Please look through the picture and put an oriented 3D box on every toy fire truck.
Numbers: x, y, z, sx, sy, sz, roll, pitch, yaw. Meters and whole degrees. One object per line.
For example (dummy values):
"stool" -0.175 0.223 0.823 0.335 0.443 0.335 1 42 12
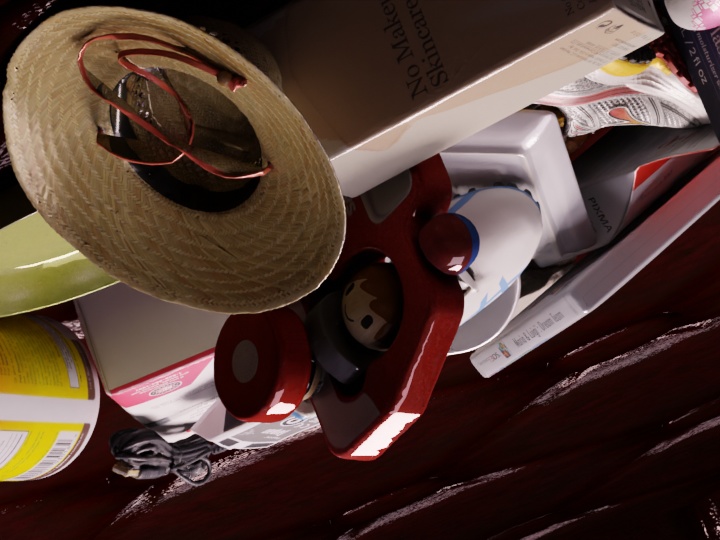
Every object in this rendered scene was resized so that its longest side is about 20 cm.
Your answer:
"toy fire truck" -0.006 -0.007 1.491 0.112 0.201 0.168 5 141 -38

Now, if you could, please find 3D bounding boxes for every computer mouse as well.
"computer mouse" -0.073 0.092 1.790 0.199 0.044 0.109 -25 158 30

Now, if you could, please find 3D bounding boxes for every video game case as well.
"video game case" 0.175 -0.015 1.764 0.200 0.024 0.182 -40 180 -24

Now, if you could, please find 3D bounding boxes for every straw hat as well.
"straw hat" -0.081 -0.079 1.357 0.201 0.201 0.085 -36 -159 46

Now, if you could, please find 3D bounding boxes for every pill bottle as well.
"pill bottle" -0.254 0.076 1.665 0.109 0.110 0.200 -27 165 20

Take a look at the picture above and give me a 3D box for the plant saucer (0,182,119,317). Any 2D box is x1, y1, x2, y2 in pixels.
"plant saucer" -0.167 -0.026 1.573 0.199 0.031 0.200 -21 166 -6

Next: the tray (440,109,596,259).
"tray" 0.079 -0.048 1.633 0.107 0.022 0.200 1 158 13

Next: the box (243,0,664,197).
"box" 0.045 -0.124 1.394 0.199 0.095 0.078 -28 163 21

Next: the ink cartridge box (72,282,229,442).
"ink cartridge box" -0.099 0.041 1.819 0.144 0.085 0.200 -22 166 2

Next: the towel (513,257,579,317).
"towel" 0.069 0.026 1.850 0.132 0.035 0.200 -32 170 25

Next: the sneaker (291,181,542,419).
"sneaker" 0.030 0.024 1.601 0.200 0.072 0.073 -37 -158 14

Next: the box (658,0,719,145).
"box" 0.294 -0.132 1.516 0.123 0.201 0.198 -11 162 -35

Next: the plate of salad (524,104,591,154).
"plate of salad" 0.089 -0.084 1.673 0.199 0.048 0.200 -20 160 -8

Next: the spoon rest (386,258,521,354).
"spoon rest" 0.000 0.000 1.651 0.199 0.100 0.061 11 -149 3

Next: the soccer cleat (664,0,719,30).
"soccer cleat" 0.204 -0.198 1.437 0.086 0.070 0.200 5 152 -28

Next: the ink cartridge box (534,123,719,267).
"ink cartridge box" 0.213 -0.078 1.730 0.160 0.047 0.200 -38 -167 -36

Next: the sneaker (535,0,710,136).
"sneaker" 0.146 -0.121 1.591 0.082 0.078 0.200 -35 151 27
